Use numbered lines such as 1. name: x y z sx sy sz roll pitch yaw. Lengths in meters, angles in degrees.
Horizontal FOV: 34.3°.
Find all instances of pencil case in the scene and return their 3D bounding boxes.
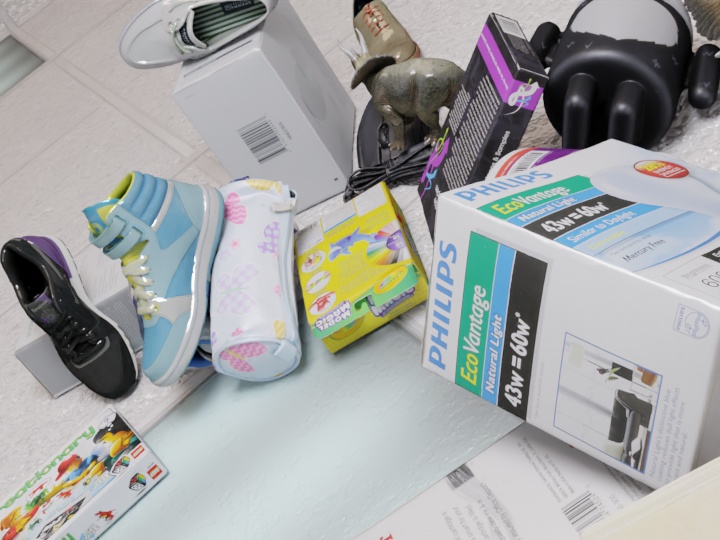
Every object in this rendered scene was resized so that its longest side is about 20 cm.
1. pencil case: -0.100 0.007 1.133 0.090 0.083 0.201 -11 55 14

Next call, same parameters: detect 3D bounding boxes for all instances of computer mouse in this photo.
1. computer mouse: 0.041 -0.164 1.322 0.138 0.053 0.201 -22 32 23

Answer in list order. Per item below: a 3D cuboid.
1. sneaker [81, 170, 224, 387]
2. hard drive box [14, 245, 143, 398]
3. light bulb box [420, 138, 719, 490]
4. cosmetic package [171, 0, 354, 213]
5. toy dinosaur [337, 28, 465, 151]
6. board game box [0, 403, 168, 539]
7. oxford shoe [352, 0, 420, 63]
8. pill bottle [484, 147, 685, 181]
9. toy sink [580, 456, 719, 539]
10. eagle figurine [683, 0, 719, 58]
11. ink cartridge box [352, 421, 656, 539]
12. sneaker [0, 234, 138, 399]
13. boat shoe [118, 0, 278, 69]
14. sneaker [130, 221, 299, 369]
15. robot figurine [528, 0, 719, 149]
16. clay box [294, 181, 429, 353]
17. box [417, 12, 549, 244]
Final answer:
1. sneaker: -0.210 0.001 1.096 0.079 0.130 0.201 -12 65 52
2. hard drive box: -0.289 0.032 1.347 0.199 0.077 0.156 -28 30 10
3. light bulb box: 0.176 0.017 0.730 0.199 0.126 0.198 25 32 38
4. cosmetic package: -0.106 -0.199 1.372 0.122 0.200 0.201 -23 31 19
5. toy dinosaur: 0.063 -0.185 1.217 0.199 0.103 0.077 9 48 31
6. board game box: -0.286 0.226 1.108 0.200 0.035 0.126 -43 30 -13
7. oxford shoe: 0.022 -0.309 1.525 0.070 0.075 0.200 -33 30 2
8. pill bottle: 0.195 -0.039 0.927 0.199 0.113 0.113 10 52 51
9. toy sink: 0.198 0.209 0.551 0.112 0.131 0.200 -30 31 8
10. eagle figurine: 0.365 -0.237 1.005 0.151 0.151 0.201 -14 62 10
11. ink cartridge box: 0.111 0.180 0.725 0.199 0.083 0.147 -34 29 1
12. sneaker: -0.315 0.054 1.223 0.076 0.200 0.088 -37 -5 9
13. boat shoe: -0.184 -0.271 1.274 0.199 0.074 0.067 -24 29 17
14. sneaker: -0.131 0.036 1.206 0.199 0.081 0.147 -23 50 -12
15. robot figurine: 0.240 -0.188 1.080 0.125 0.150 0.201 -38 19 48
16. clay box: 0.000 0.000 1.132 0.114 0.048 0.200 -30 31 9
17. box: 0.110 -0.123 1.094 0.143 0.036 0.201 -99 28 -58
